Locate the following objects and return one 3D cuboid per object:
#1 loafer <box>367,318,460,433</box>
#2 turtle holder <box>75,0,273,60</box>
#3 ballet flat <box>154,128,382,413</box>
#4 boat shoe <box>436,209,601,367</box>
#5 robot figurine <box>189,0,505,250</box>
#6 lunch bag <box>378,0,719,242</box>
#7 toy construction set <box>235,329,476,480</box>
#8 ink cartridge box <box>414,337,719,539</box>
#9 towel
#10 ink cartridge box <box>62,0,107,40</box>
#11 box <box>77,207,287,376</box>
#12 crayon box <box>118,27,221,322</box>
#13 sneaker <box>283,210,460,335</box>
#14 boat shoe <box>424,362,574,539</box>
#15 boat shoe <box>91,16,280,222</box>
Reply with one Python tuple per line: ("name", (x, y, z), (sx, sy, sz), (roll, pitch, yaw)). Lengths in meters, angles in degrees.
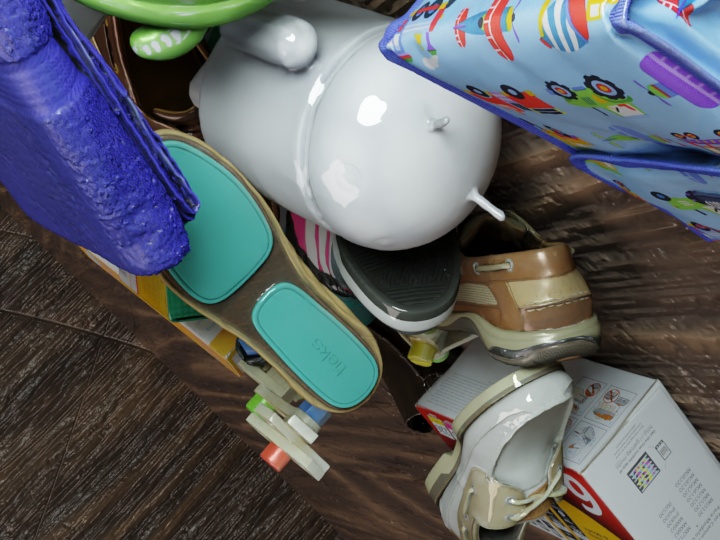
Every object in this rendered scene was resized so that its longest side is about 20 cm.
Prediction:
("loafer", (0.054, 0.095, 1.136), (0.200, 0.071, 0.073), (35, 164, 27))
("turtle holder", (-0.074, -0.172, 0.584), (0.186, 0.141, 0.132), (47, 151, 13))
("ballet flat", (-0.064, 0.002, 0.744), (0.200, 0.069, 0.063), (52, 175, -26))
("boat shoe", (0.082, -0.001, 0.814), (0.200, 0.075, 0.074), (-155, 54, -68))
("robot figurine", (-0.007, -0.079, 0.714), (0.200, 0.113, 0.170), (28, 173, 45))
("lunch bag", (0.133, -0.061, 0.491), (0.200, 0.094, 0.150), (36, 169, -24))
("toy construction set", (-0.008, 0.056, 0.935), (0.131, 0.200, 0.092), (37, 154, 21))
("ink cartridge box", (0.162, 0.142, 0.959), (0.176, 0.084, 0.200), (50, 164, -25))
("towel", (-0.155, -0.095, 0.615), (0.148, 0.050, 0.200), (25, 150, 46))
("ink cartridge box", (-0.225, -0.207, 0.739), (0.200, 0.084, 0.145), (31, 174, 44))
("box", (-0.124, -0.023, 1.036), (0.200, 0.119, 0.041), (35, 166, 30))
("crayon box", (-0.125, -0.078, 0.915), (0.119, 0.058, 0.201), (-153, 58, -61))
("sneaker", (0.000, 0.000, 0.832), (0.200, 0.083, 0.121), (-116, 22, -47))
("boat shoe", (0.094, 0.117, 0.828), (0.069, 0.075, 0.200), (61, 161, 22))
("boat shoe", (-0.105, -0.093, 0.813), (0.200, 0.072, 0.068), (63, 172, -23))
